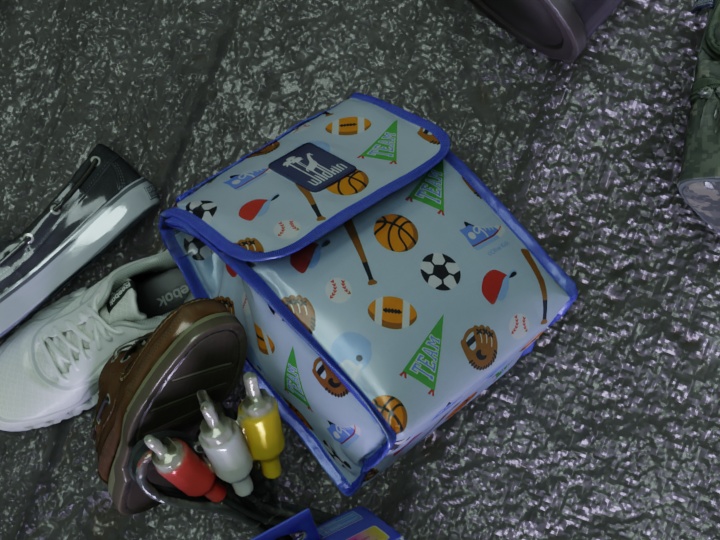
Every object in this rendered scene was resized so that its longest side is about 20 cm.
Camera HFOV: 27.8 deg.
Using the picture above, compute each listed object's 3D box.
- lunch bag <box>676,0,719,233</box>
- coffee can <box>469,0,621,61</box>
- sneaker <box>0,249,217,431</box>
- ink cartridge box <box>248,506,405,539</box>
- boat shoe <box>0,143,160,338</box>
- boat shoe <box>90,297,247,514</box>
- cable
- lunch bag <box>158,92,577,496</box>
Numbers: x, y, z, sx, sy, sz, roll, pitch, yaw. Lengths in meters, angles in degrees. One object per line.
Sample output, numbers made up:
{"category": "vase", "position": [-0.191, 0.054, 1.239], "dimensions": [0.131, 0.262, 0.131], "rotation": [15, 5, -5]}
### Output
{"category": "lunch bag", "position": [0.295, -0.104, 0.856], "dimensions": [0.200, 0.139, 0.168], "rotation": [4, 73, 36]}
{"category": "coffee can", "position": [0.143, -0.253, 0.904], "dimensions": [0.146, 0.146, 0.200], "rotation": [41, 88, 8]}
{"category": "sneaker", "position": [-0.165, 0.036, 0.933], "dimensions": [0.200, 0.081, 0.075], "rotation": [-32, 83, 2]}
{"category": "ink cartridge box", "position": [-0.021, 0.232, 0.849], "dimensions": [0.136, 0.076, 0.200], "rotation": [-26, 102, -16]}
{"category": "boat shoe", "position": [-0.224, -0.007, 0.942], "dimensions": [0.200, 0.070, 0.066], "rotation": [-40, 93, -3]}
{"category": "boat shoe", "position": [-0.128, 0.072, 0.876], "dimensions": [0.072, 0.200, 0.068], "rotation": [-14, 60, -36]}
{"category": "cable", "position": [-0.064, 0.142, 0.863], "dimensions": [0.097, 0.050, 0.200], "rotation": [-29, 126, 1]}
{"category": "lunch bag", "position": [0.000, 0.000, 0.877], "dimensions": [0.170, 0.124, 0.200], "rotation": [-34, 77, -29]}
